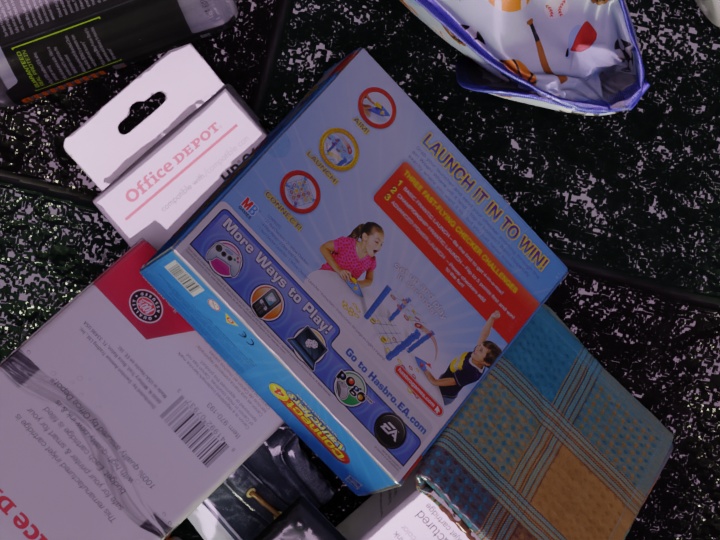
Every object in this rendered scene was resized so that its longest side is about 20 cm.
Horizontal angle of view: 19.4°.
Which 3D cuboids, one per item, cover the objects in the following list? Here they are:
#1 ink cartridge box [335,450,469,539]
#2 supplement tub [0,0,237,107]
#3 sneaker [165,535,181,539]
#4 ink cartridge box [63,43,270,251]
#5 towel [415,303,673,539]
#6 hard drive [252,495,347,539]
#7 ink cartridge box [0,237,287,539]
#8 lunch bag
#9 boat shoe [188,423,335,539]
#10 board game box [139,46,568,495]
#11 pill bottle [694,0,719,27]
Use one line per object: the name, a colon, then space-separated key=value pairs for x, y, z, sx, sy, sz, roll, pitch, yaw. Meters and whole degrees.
ink cartridge box: x=0.026 y=0.231 z=1.353 sx=0.200 sy=0.084 sz=0.145 roll=-42 pitch=97 yaw=6
supplement tub: x=-0.187 y=-0.178 z=1.319 sx=0.200 sy=0.123 sz=0.123 roll=-19 pitch=98 yaw=1
sneaker: x=-0.130 y=0.246 z=1.409 sx=0.077 sy=0.078 sz=0.200 roll=-33 pitch=94 yaw=18
ink cartridge box: x=-0.092 y=-0.039 z=1.367 sx=0.116 sy=0.068 sz=0.200 roll=-40 pitch=97 yaw=3
towel: x=0.119 y=0.121 z=1.345 sx=0.147 sy=0.200 sz=0.022 roll=46 pitch=132 yaw=-8
hard drive: x=-0.017 y=0.256 z=1.297 sx=0.140 sy=0.033 sz=0.200 roll=-44 pitch=96 yaw=8
ink cartridge box: x=-0.162 y=0.103 z=1.296 sx=0.200 sy=0.083 sz=0.145 roll=-43 pitch=91 yaw=-21
lunch bag: x=0.090 y=-0.176 z=1.299 sx=0.200 sy=0.170 sz=0.124 roll=43 pitch=99 yaw=-7
boat shoe: x=-0.107 y=0.100 z=1.394 sx=0.091 sy=0.071 sz=0.200 roll=-39 pitch=101 yaw=-2
board game box: x=0.000 y=0.000 z=1.305 sx=0.200 sy=0.056 sz=0.196 roll=47 pitch=60 yaw=-9
pill bottle: x=0.291 y=-0.243 z=1.321 sx=0.200 sy=0.112 sz=0.112 roll=-25 pitch=98 yaw=4
